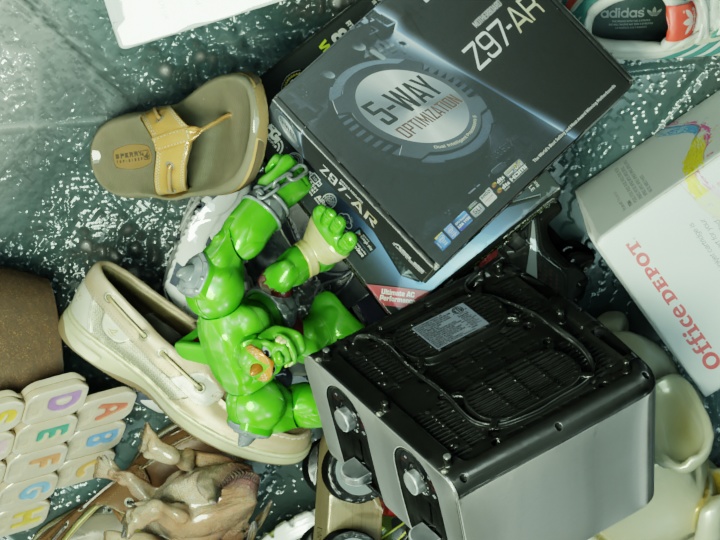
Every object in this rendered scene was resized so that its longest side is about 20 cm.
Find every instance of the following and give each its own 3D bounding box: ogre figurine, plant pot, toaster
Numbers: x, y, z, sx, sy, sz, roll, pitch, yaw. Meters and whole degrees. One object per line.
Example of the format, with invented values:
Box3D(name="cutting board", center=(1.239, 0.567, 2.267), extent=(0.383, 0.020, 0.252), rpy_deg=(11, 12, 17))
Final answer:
Box3D(name="ogre figurine", center=(-0.057, 0.036, 1.651), extent=(0.120, 0.098, 0.201), rpy_deg=(-33, 137, -28))
Box3D(name="plant pot", center=(-0.317, 0.061, 1.727), extent=(0.199, 0.187, 0.188), rpy_deg=(-6, 107, -15))
Box3D(name="toaster", center=(0.088, 0.095, 1.608), extent=(0.200, 0.181, 0.119), rpy_deg=(-27, 131, -24))

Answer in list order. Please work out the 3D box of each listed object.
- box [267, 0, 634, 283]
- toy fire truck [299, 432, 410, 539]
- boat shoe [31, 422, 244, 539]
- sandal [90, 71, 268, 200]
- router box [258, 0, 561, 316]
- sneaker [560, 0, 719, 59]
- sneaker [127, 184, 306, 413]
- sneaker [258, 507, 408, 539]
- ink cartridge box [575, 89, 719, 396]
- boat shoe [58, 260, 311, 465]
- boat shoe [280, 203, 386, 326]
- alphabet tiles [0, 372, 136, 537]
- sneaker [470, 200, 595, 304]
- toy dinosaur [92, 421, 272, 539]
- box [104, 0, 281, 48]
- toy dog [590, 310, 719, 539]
Box3D(name="box", center=(0.061, -0.116, 1.642), extent=(0.200, 0.044, 0.160), rpy_deg=(-42, 87, -16))
Box3D(name="toy fire truck", center=(0.063, 0.203, 1.723), extent=(0.199, 0.129, 0.177), rpy_deg=(5, 86, -13))
Box3D(name="boat shoe", center=(-0.163, 0.182, 1.807), extent=(0.200, 0.068, 0.072), rpy_deg=(-40, 101, 8))
Box3D(name="sandal", center=(-0.134, -0.086, 1.680), extent=(0.054, 0.200, 0.081), rpy_deg=(-8, 90, -43))
Box3D(name="router box", center=(0.023, -0.083, 1.698), extent=(0.150, 0.062, 0.200), rpy_deg=(-39, 86, -3))
Box3D(name="sneaker", center=(0.238, -0.177, 1.701), extent=(0.199, 0.093, 0.071), rpy_deg=(-3, 106, 0))
Box3D(name="sneaker", center=(-0.082, 0.026, 1.759), extent=(0.129, 0.080, 0.200), rpy_deg=(18, 105, -8))
Box3D(name="sneaker", center=(0.008, 0.205, 1.803), extent=(0.199, 0.074, 0.085), rpy_deg=(-23, 84, 5))
Box3D(name="ink cartridge box", center=(0.275, -0.039, 1.714), extent=(0.200, 0.145, 0.146), rpy_deg=(-34, 105, 7))
Box3D(name="boat shoe", center=(-0.114, 0.065, 1.700), extent=(0.200, 0.072, 0.065), rpy_deg=(33, 115, 0))
Box3D(name="boat shoe", center=(0.000, 0.000, 1.763), extent=(0.074, 0.062, 0.200), rpy_deg=(-31, 103, 9))
Box3D(name="alphabet tiles", center=(-0.258, 0.142, 1.743), extent=(0.195, 0.015, 0.200), rpy_deg=(-15, 150, -28))
Box3D(name="sneaker", center=(0.131, 0.029, 1.768), extent=(0.098, 0.071, 0.201), rpy_deg=(-14, 104, 5))
Box3D(name="toy dinosaur", center=(-0.109, 0.167, 1.712), extent=(0.135, 0.200, 0.086), rpy_deg=(12, 64, -21))
Box3D(name="box", center=(-0.098, -0.281, 1.644), extent=(0.199, 0.131, 0.200), rpy_deg=(-16, 106, 4))
Box3D(name="toy dog", center=(0.200, 0.149, 1.760), extent=(0.139, 0.194, 0.200), rpy_deg=(-23, 136, 8))
